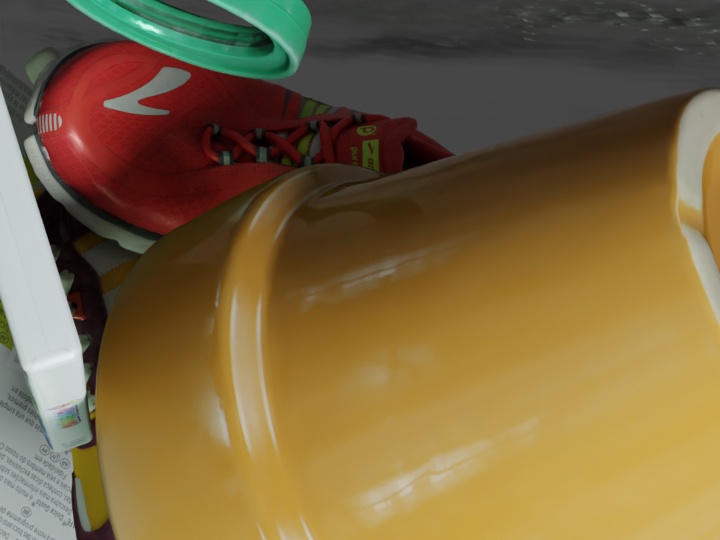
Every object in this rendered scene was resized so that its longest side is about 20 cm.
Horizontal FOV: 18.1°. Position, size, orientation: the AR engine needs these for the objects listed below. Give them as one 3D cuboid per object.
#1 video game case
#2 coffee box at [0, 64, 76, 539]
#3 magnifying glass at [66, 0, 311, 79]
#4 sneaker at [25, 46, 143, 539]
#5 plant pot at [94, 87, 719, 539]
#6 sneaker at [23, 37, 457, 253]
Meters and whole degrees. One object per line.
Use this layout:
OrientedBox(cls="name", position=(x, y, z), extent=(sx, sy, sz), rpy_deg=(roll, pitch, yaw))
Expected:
OrientedBox(cls="video game case", position=(-0.110, -0.024, 0.682), extent=(0.018, 0.144, 0.200), rpy_deg=(-17, 172, -8))
OrientedBox(cls="coffee box", position=(-0.217, 0.020, 0.952), extent=(0.199, 0.199, 0.200), rpy_deg=(10, 158, 42))
OrientedBox(cls="magnifying glass", position=(-0.082, -0.100, 0.651), extent=(0.079, 0.023, 0.200), rpy_deg=(12, 166, 33))
OrientedBox(cls="sneaker", position=(-0.097, 0.016, 0.812), extent=(0.090, 0.201, 0.075), rpy_deg=(20, 148, -32))
OrientedBox(cls="plant pot", position=(0.055, 0.041, 0.668), extent=(0.183, 0.201, 0.200), rpy_deg=(-27, 145, 31))
OrientedBox(cls="sneaker", position=(-0.020, -0.039, 0.786), extent=(0.199, 0.078, 0.085), rpy_deg=(16, 161, -32))
